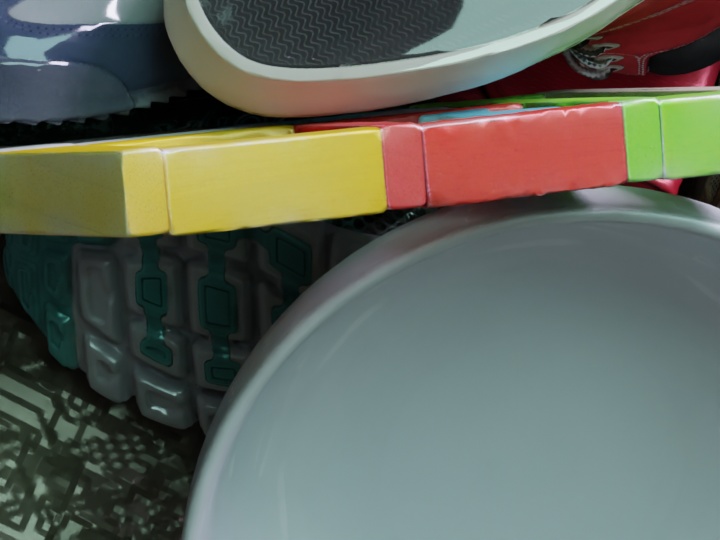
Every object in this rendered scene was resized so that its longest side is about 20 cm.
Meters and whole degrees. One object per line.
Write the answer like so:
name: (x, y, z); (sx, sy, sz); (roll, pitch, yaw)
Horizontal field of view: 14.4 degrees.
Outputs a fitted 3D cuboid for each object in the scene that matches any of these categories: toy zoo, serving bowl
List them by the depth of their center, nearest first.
toy zoo: (-0.011, -0.026, 0.691); (0.199, 0.131, 0.021); (-7, 95, -22)
serving bowl: (0.050, 0.063, 0.748); (0.199, 0.201, 0.066); (18, 21, -15)

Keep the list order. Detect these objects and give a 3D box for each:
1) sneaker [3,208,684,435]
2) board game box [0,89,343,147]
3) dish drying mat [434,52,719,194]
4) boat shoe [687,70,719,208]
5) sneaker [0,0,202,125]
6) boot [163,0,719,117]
sneaker: (0.000, 0.000, 0.809); (0.199, 0.078, 0.091); (8, 24, -4)
board game box: (-0.120, -0.071, 0.777); (0.199, 0.028, 0.135); (-8, 44, -26)
dish drying mat: (0.088, -0.121, 0.856); (0.077, 0.018, 0.201); (20, 68, 2)
boat shoe: (0.137, -0.037, 0.856); (0.075, 0.072, 0.201); (19, 93, -15)
sneaker: (-0.041, -0.099, 0.739); (0.070, 0.082, 0.200); (21, 35, 35)
boot: (0.040, -0.071, 0.745); (0.199, 0.144, 0.073); (-21, 76, -15)
